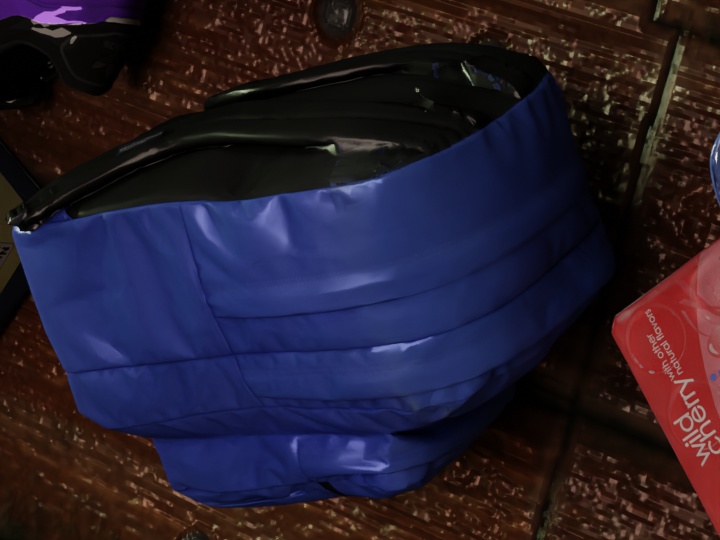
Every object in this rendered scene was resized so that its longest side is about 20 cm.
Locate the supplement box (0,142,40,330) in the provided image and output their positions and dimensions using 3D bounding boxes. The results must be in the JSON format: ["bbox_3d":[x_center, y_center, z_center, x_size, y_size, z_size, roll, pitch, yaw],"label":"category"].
[{"bbox_3d":[-0.285,-0.037,1.157,0.200,0.199,0.134,48,115,27],"label":"supplement box"}]

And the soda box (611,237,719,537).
[{"bbox_3d":[0.172,0.085,0.898,0.070,0.063,0.200,-39,67,29],"label":"soda box"}]

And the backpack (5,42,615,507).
[{"bbox_3d":[0.000,0.000,0.975,0.199,0.163,0.168,-12,111,36],"label":"backpack"}]

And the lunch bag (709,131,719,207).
[{"bbox_3d":[0.214,0.011,0.826,0.136,0.132,0.201,-35,68,30],"label":"lunch bag"}]

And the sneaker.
[{"bbox_3d":[-0.183,-0.127,1.165,0.200,0.069,0.100,17,101,36],"label":"sneaker"}]
